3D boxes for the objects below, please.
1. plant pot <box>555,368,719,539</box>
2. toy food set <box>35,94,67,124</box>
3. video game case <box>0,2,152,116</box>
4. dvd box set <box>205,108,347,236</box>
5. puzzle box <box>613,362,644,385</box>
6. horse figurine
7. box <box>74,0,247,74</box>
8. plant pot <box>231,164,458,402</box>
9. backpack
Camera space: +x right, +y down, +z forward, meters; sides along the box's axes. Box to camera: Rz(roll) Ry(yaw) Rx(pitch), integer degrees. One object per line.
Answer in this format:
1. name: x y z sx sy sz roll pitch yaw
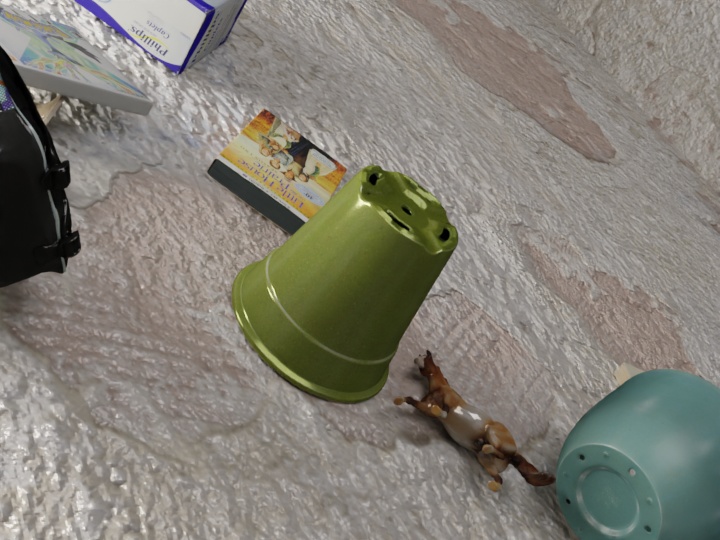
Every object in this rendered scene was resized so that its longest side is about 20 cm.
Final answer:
1. plant pot: 0.308 0.225 0.965 0.161 0.201 0.201 -14 57 -41
2. toy food set: -0.397 -0.190 0.858 0.200 0.060 0.144 30 31 -18
3. video game case: -0.350 -0.241 0.966 0.182 0.022 0.200 43 19 26
4. dvd box set: -0.102 -0.128 1.142 0.146 0.029 0.200 36 29 -6
5. puzzle box: 0.473 0.221 1.317 0.199 0.025 0.133 24 33 -25
6. horse figurine: 0.117 0.169 0.947 0.200 0.050 0.132 38 11 15
7. box: -0.272 -0.392 1.238 0.184 0.105 0.200 35 30 -7
8. plant pot: 0.000 0.000 0.917 0.200 0.190 0.200 29 30 -19
9. backpack: -0.316 -0.095 0.700 0.150 0.178 0.200 -14 52 -19
